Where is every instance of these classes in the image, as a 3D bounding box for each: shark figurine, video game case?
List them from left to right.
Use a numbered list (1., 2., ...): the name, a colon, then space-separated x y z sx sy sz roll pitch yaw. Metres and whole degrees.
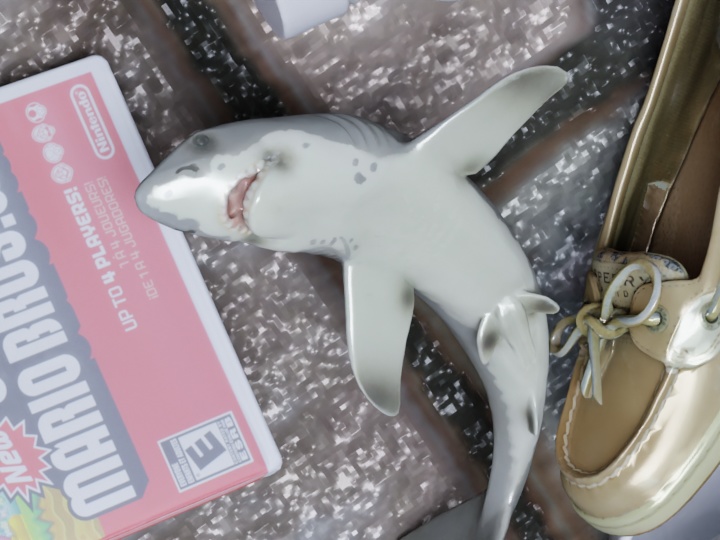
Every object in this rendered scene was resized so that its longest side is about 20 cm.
1. video game case: -0.140 0.031 0.685 0.200 0.017 0.143 -22 82 -20
2. shark figurine: 0.018 0.004 0.742 0.128 0.089 0.215 -39 128 -10

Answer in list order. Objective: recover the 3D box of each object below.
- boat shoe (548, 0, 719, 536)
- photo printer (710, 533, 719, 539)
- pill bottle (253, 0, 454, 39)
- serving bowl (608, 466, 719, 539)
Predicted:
1. boat shoe: 0.101 -0.014 0.745 0.063 0.073 0.200 29 75 -32
2. photo printer: 0.194 0.136 0.761 0.166 0.069 0.200 -32 125 26
3. pill bottle: 0.048 -0.150 0.682 0.200 0.112 0.112 -27 113 -5
4. serving bowl: 0.182 0.082 0.803 0.200 0.066 0.200 -1 133 -1
